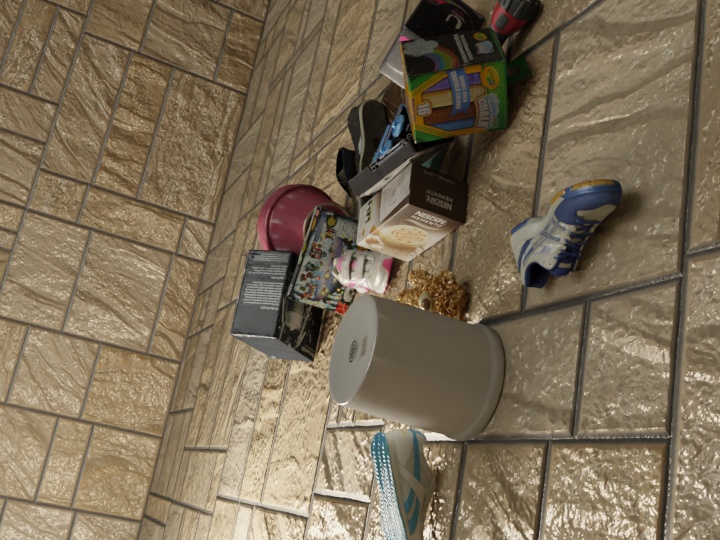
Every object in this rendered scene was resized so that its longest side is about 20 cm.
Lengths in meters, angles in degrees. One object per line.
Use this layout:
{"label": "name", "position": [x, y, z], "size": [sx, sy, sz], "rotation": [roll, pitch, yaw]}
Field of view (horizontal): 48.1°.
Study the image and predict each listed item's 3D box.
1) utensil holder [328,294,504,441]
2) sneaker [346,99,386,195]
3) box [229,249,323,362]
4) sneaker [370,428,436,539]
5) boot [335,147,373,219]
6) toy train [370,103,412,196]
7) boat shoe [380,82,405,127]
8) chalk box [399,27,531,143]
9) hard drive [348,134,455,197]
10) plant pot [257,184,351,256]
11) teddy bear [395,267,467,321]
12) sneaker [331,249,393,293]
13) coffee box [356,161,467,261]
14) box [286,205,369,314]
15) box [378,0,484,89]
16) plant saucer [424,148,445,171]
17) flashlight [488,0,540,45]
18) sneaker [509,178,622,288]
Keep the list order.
{"label": "utensil holder", "position": [0.074, 0.135, 1.143], "size": [0.170, 0.198, 0.172], "rotation": [17, 90, 70]}
{"label": "sneaker", "position": [0.017, -0.263, 1.751], "size": [0.106, 0.074, 0.202], "rotation": [-169, 77, -71]}
{"label": "box", "position": [-0.176, 0.081, 1.806], "size": [0.123, 0.200, 0.199], "rotation": [4, 71, 25]}
{"label": "sneaker", "position": [0.073, 0.333, 1.177], "size": [0.076, 0.080, 0.202], "rotation": [-23, 72, 62]}
{"label": "boot", "position": [-0.019, -0.176, 1.775], "size": [0.075, 0.096, 0.202], "rotation": [-35, 42, 59]}
{"label": "toy train", "position": [0.073, -0.234, 1.608], "size": [0.114, 0.086, 0.202], "rotation": [-113, 44, -69]}
{"label": "boat shoe", "position": [0.100, -0.372, 1.695], "size": [0.074, 0.062, 0.201], "rotation": [57, 135, 31]}
{"label": "chalk box", "position": [0.171, -0.302, 1.300], "size": [0.125, 0.198, 0.125], "rotation": [-95, -3, -49]}
{"label": "hard drive", "position": [0.076, -0.193, 1.418], "size": [0.139, 0.038, 0.200], "rotation": [-35, -3, 29]}
{"label": "plant pot", "position": [-0.111, -0.093, 1.832], "size": [0.178, 0.199, 0.202], "rotation": [13, 86, 59]}
{"label": "teddy bear", "position": [0.099, 0.065, 1.323], "size": [0.200, 0.066, 0.147], "rotation": [-170, 94, -70]}
{"label": "sneaker", "position": [0.000, 0.000, 1.600], "size": [0.200, 0.087, 0.082], "rotation": [-21, 54, 65]}
{"label": "coffee box", "position": [0.087, -0.097, 1.417], "size": [0.200, 0.113, 0.081], "rotation": [142, 140, -58]}
{"label": "box", "position": [-0.060, -0.019, 1.703], "size": [0.040, 0.136, 0.202], "rotation": [30, 103, 67]}
{"label": "box", "position": [0.131, -0.410, 1.457], "size": [0.106, 0.122, 0.201], "rotation": [-51, 9, 45]}
{"label": "plant saucer", "position": [0.139, -0.230, 1.523], "size": [0.202, 0.019, 0.070], "rotation": [-69, 21, 7]}
{"label": "flashlight", "position": [0.225, -0.382, 1.364], "size": [0.201, 0.067, 0.068], "rotation": [120, 152, -42]}
{"label": "sneaker", "position": [0.261, -0.041, 1.003], "size": [0.200, 0.074, 0.089], "rotation": [131, 138, -61]}
